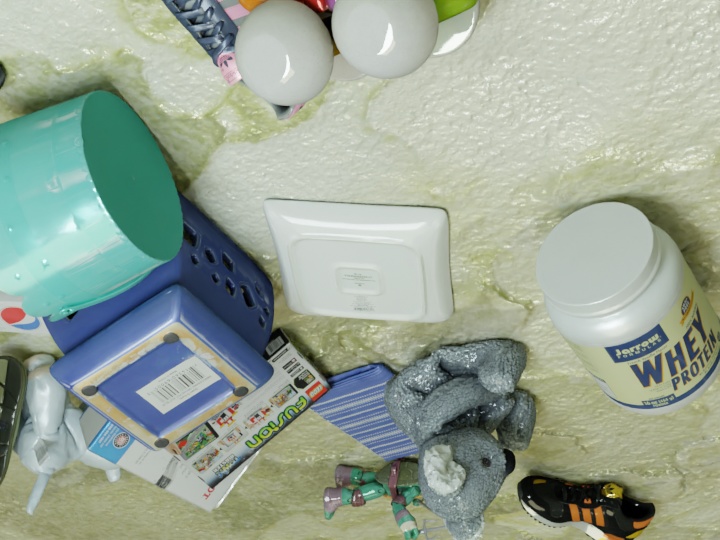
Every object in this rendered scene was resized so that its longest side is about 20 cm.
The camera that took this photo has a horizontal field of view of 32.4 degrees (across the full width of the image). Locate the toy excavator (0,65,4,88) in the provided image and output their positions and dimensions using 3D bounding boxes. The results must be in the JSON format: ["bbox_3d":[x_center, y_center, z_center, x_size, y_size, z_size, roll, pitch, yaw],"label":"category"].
[{"bbox_3d":[-0.434,-0.208,1.153,0.200,0.100,0.194,38,135,-21],"label":"toy excavator"}]

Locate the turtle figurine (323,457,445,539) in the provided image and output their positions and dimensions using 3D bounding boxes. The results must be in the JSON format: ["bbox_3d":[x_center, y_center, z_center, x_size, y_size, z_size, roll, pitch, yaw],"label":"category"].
[{"bbox_3d":[0.055,0.309,1.723,0.199,0.101,0.150,0,-176,17],"label":"turtle figurine"}]

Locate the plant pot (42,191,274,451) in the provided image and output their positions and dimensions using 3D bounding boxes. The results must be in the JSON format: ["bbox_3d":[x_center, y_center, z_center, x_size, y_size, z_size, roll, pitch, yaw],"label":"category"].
[{"bbox_3d":[-0.213,0.065,1.332,0.200,0.180,0.200,-32,131,13],"label":"plant pot"}]

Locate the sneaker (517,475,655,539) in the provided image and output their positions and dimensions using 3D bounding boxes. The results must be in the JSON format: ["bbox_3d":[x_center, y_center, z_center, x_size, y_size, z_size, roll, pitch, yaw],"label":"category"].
[{"bbox_3d":[0.310,0.312,1.695,0.200,0.070,0.090,25,127,-19],"label":"sneaker"}]

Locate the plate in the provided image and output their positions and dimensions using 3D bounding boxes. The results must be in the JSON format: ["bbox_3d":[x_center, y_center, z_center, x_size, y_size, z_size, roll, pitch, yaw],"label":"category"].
[{"bbox_3d":[0.000,0.000,1.368,0.199,0.032,0.200,3,144,9],"label":"plate"}]

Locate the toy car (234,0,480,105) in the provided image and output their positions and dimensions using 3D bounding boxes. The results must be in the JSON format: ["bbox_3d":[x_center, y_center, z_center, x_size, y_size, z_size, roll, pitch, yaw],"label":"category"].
[{"bbox_3d":[-0.008,-0.225,0.986,0.199,0.175,0.151,-11,103,27],"label":"toy car"}]

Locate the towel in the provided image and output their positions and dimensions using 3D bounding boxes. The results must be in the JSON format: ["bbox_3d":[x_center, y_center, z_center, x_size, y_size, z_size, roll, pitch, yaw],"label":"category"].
[{"bbox_3d":[0.030,0.186,1.626,0.144,0.024,0.200,-21,136,33],"label":"towel"}]

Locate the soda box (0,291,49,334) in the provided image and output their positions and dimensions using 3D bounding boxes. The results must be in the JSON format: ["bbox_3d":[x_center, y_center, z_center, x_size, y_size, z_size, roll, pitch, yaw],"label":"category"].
[{"bbox_3d":[-0.365,0.034,1.478,0.199,0.064,0.068,4,144,10],"label":"soda box"}]

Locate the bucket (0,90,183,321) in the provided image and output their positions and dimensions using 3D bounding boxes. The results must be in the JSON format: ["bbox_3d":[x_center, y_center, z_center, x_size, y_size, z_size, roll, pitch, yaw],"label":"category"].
[{"bbox_3d":[-0.273,-0.067,1.201,0.134,0.208,0.207,-20,136,16],"label":"bucket"}]

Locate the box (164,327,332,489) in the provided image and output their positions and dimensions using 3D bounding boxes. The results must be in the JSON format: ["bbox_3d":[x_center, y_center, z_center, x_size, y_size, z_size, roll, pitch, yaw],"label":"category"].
[{"bbox_3d":[-0.143,0.172,1.535,0.200,0.035,0.110,-39,132,-1],"label":"box"}]

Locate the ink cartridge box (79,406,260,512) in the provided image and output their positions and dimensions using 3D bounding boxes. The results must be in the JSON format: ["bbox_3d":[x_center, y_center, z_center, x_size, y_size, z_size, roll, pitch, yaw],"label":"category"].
[{"bbox_3d":[-0.235,0.198,1.592,0.200,0.084,0.145,35,95,-30],"label":"ink cartridge box"}]

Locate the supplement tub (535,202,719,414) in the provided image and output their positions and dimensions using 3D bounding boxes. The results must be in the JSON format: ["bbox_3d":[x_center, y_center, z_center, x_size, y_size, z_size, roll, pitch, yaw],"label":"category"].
[{"bbox_3d":[0.273,0.039,1.256,0.145,0.145,0.200,-13,138,29],"label":"supplement tub"}]

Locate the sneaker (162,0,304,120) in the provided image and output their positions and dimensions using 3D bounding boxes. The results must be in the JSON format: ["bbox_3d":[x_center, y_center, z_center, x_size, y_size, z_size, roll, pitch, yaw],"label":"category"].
[{"bbox_3d":[-0.115,-0.209,1.070,0.200,0.082,0.070,33,139,-27],"label":"sneaker"}]

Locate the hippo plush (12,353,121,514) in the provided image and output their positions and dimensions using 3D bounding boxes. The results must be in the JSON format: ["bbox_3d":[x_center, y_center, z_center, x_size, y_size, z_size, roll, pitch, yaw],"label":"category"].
[{"bbox_3d":[-0.373,0.201,1.646,0.160,0.200,0.160,7,112,-33],"label":"hippo plush"}]

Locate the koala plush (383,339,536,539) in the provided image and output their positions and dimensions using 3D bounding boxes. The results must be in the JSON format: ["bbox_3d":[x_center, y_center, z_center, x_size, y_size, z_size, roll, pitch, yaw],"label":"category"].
[{"bbox_3d":[0.115,0.211,1.469,0.183,0.201,0.178,-6,142,12],"label":"koala plush"}]

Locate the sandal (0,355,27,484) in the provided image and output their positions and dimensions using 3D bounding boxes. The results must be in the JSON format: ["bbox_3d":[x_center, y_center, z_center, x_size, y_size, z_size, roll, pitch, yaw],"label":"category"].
[{"bbox_3d":[-0.474,0.209,1.599,0.079,0.202,0.057,21,176,2],"label":"sandal"}]
